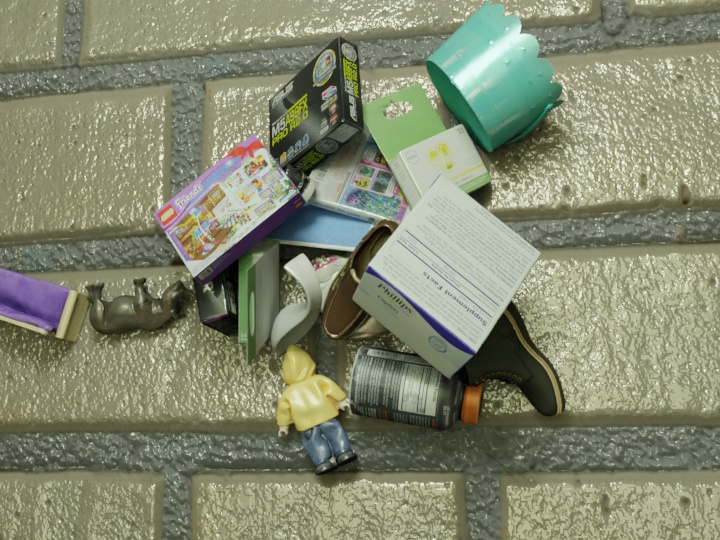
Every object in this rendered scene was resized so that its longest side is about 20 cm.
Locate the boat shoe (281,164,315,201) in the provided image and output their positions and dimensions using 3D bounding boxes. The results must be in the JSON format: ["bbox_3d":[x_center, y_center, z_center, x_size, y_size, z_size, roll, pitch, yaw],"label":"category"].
[{"bbox_3d":[-0.155,-0.116,1.388,0.198,0.060,0.075,-17,44,47],"label":"boat shoe"}]

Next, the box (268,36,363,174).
[{"bbox_3d":[-0.076,-0.252,1.391,0.199,0.044,0.163,-30,55,43],"label":"box"}]

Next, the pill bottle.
[{"bbox_3d":[0.087,0.181,1.308,0.196,0.106,0.109,9,79,11],"label":"pill bottle"}]

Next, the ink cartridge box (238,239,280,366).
[{"bbox_3d":[-0.165,0.044,1.313,0.047,0.200,0.149,4,104,9],"label":"ink cartridge box"}]

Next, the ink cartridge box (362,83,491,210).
[{"bbox_3d":[0.102,-0.199,1.360,0.144,0.048,0.203,-26,87,-33],"label":"ink cartridge box"}]

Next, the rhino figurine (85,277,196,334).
[{"bbox_3d":[-0.365,0.057,1.438,0.195,0.060,0.090,-6,90,7],"label":"rhino figurine"}]

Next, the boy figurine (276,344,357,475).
[{"bbox_3d":[-0.080,0.216,1.351,0.123,0.064,0.203,-28,74,3],"label":"boy figurine"}]

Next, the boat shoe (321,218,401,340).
[{"bbox_3d":[-0.004,0.012,1.281,0.074,0.075,0.205,28,97,8],"label":"boat shoe"}]

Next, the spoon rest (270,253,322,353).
[{"bbox_3d":[-0.094,0.063,1.322,0.060,0.202,0.099,41,57,21],"label":"spoon rest"}]

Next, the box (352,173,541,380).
[{"bbox_3d":[0.118,0.008,1.191,0.183,0.105,0.201,38,58,4],"label":"box"}]

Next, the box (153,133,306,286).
[{"bbox_3d":[-0.196,-0.092,1.288,0.199,0.039,0.137,-38,63,-2],"label":"box"}]

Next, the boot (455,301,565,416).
[{"bbox_3d":[0.205,0.156,1.264,0.138,0.077,0.202,-36,93,-33],"label":"boot"}]

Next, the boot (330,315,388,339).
[{"bbox_3d":[0.038,0.020,1.343,0.196,0.070,0.149,-11,106,-11],"label":"boot"}]

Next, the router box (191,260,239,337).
[{"bbox_3d":[-0.229,-0.006,1.383,0.050,0.149,0.204,-15,75,6],"label":"router box"}]

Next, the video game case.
[{"bbox_3d":[0.020,-0.169,1.406,0.179,0.024,0.203,16,59,12],"label":"video game case"}]

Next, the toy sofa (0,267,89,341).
[{"bbox_3d":[-0.569,0.050,1.457,0.196,0.098,0.084,16,81,14],"label":"toy sofa"}]

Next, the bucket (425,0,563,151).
[{"bbox_3d":[0.205,-0.297,1.349,0.134,0.207,0.209,-36,74,2],"label":"bucket"}]

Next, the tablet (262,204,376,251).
[{"bbox_3d":[-0.064,-0.091,1.406,0.196,0.014,0.132,7,57,22],"label":"tablet"}]

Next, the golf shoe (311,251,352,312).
[{"bbox_3d":[0.000,0.000,1.392,0.197,0.075,0.093,-23,101,0],"label":"golf shoe"}]
